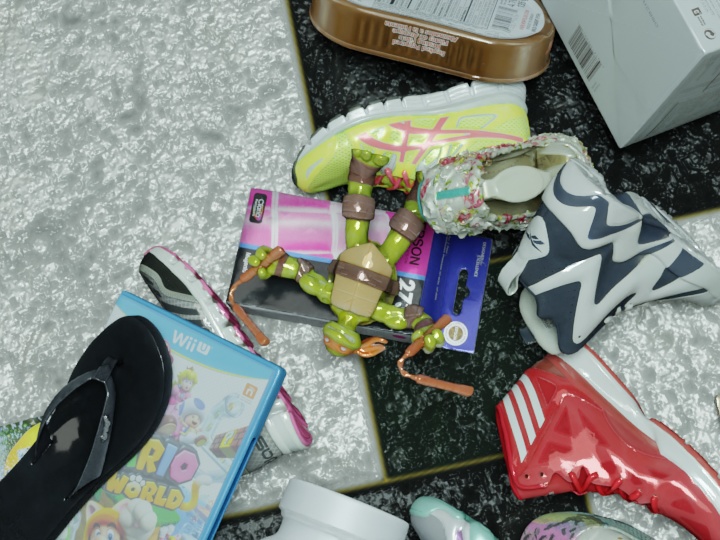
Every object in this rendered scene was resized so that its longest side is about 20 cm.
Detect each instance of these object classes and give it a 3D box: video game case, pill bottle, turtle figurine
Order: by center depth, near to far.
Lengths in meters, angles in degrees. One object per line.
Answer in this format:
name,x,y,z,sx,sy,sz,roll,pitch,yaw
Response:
pill bottle,-0.041,0.258,0.908,0.114,0.116,0.202,19,79,8
video game case,-0.155,0.135,0.932,0.142,0.018,0.202,23,87,18
turtle figurine,0.013,0.002,0.956,0.198,0.064,0.163,21,90,15

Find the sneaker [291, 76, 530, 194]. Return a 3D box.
sneaker,0.044,-0.086,1.004,0.197,0.078,0.091,-16,78,-1

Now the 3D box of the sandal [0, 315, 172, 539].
sandal,-0.202,0.123,0.914,0.076,0.043,0.201,34,90,18

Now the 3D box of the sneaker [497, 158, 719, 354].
sneaker,0.179,0.011,0.950,0.130,0.198,0.080,-50,48,18

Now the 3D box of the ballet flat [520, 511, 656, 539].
ballet flat,0.209,0.229,0.921,0.198,0.071,0.070,26,83,10

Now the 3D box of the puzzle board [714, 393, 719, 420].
puzzle board,0.360,0.174,0.953,0.149,0.017,0.203,-13,76,2

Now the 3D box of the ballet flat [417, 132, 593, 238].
ballet flat,0.125,-0.062,0.947,0.199,0.063,0.077,-19,97,-43

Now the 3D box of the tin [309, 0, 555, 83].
tin,0.057,-0.203,1.021,0.197,0.042,0.112,15,34,6

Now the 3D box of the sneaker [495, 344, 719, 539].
sneaker,0.177,0.155,0.937,0.115,0.079,0.200,-39,64,-11

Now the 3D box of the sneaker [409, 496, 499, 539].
sneaker,0.079,0.271,0.917,0.200,0.078,0.140,43,82,12

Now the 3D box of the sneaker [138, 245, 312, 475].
sneaker,-0.124,0.073,0.979,0.087,0.074,0.201,-36,76,-2

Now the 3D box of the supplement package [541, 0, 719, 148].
supplement package,0.267,-0.215,0.958,0.198,0.151,0.153,-21,76,-18

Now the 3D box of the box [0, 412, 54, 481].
box,-0.227,0.210,0.971,0.135,0.038,0.203,-13,76,1

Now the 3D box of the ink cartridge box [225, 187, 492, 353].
ink cartridge box,0.000,0.000,1.009,0.197,0.037,0.096,10,78,4
